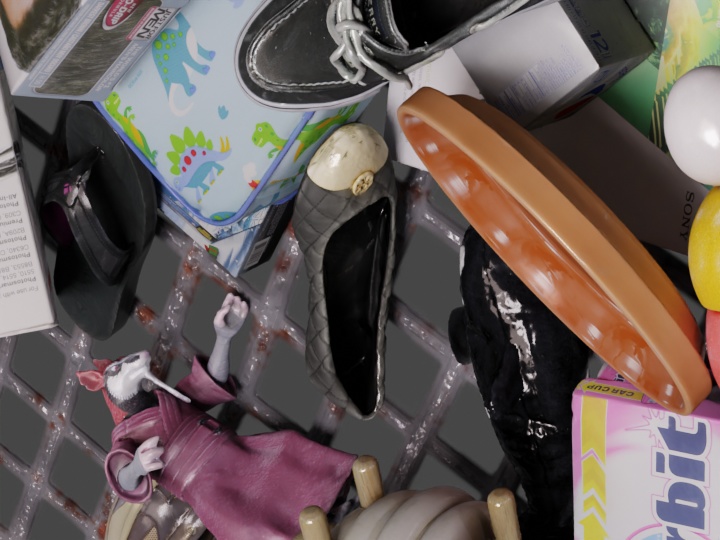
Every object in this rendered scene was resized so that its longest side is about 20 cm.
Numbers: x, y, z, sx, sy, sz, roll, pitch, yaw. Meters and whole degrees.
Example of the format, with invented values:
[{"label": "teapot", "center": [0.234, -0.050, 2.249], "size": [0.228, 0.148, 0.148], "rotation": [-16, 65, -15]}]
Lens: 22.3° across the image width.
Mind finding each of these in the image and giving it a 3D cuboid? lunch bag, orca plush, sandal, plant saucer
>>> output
[{"label": "lunch bag", "center": [-0.060, -0.140, 0.968], "size": [0.161, 0.082, 0.200], "rotation": [46, 125, 12]}, {"label": "orca plush", "center": [0.078, 0.069, 1.001], "size": [0.104, 0.071, 0.202], "rotation": [16, 116, 31]}, {"label": "sandal", "center": [-0.167, -0.020, 1.130], "size": [0.075, 0.048, 0.201], "rotation": [38, 142, 20]}, {"label": "plant saucer", "center": [0.096, -0.014, 0.870], "size": [0.032, 0.200, 0.200], "rotation": [-44, 76, -3]}]

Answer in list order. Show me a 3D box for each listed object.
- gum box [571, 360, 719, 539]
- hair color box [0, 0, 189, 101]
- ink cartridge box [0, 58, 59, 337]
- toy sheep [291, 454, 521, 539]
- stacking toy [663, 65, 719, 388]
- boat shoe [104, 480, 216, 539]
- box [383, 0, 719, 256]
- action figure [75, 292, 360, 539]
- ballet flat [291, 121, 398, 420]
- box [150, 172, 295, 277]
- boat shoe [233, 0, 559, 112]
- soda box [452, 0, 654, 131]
[{"label": "gum box", "center": [0.176, 0.145, 0.959], "size": [0.113, 0.066, 0.202], "rotation": [9, 112, 32]}, {"label": "hair color box", "center": [-0.160, -0.201, 0.956], "size": [0.099, 0.060, 0.202], "rotation": [-40, 61, 42]}, {"label": "ink cartridge box", "center": [-0.250, -0.063, 1.135], "size": [0.146, 0.083, 0.202], "rotation": [-147, 46, -78]}, {"label": "toy sheep", "center": [0.041, 0.178, 0.984], "size": [0.199, 0.137, 0.139], "rotation": [13, 114, 38]}, {"label": "stacking toy", "center": [0.189, 0.001, 0.794], "size": [0.145, 0.146, 0.201], "rotation": [-21, 109, 39]}, {"label": "boat shoe", "center": [-0.140, 0.215, 1.214], "size": [0.073, 0.074, 0.201], "rotation": [33, 125, 22]}, {"label": "box", "center": [0.106, -0.103, 0.940], "size": [0.198, 0.036, 0.146], "rotation": [19, 116, 29]}, {"label": "action figure", "center": [-0.093, 0.118, 1.136], "size": [0.199, 0.134, 0.150], "rotation": [35, 143, 18]}, {"label": "ballet flat", "center": [0.000, 0.000, 1.017], "size": [0.057, 0.066, 0.201], "rotation": [47, 151, 37]}, {"label": "box", "center": [-0.075, -0.115, 1.066], "size": [0.137, 0.040, 0.201], "rotation": [41, 126, 16]}, {"label": "boat shoe", "center": [0.014, -0.119, 0.839], "size": [0.198, 0.068, 0.074], "rotation": [-13, 98, 30]}, {"label": "soda box", "center": [0.056, -0.168, 0.889], "size": [0.063, 0.068, 0.201], "rotation": [-37, 82, 35]}]
